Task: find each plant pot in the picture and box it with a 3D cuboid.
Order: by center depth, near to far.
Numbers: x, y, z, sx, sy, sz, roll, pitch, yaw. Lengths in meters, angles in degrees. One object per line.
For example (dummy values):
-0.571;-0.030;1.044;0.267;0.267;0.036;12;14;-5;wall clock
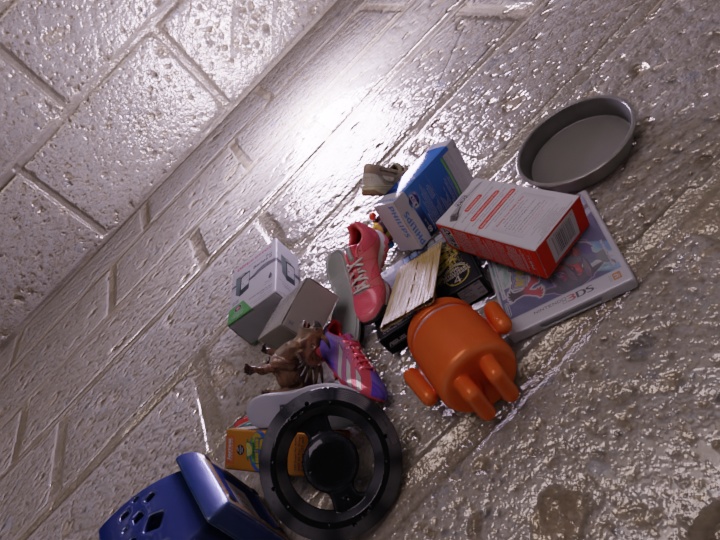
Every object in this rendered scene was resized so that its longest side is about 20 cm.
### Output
-0.228;0.397;0.802;0.180;0.200;0.199;-47;32;-14;plant pot

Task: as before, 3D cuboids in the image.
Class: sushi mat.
0.083;0.021;0.866;0.095;0.012;0.200;-31;16;24;sushi mat

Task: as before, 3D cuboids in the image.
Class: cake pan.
0.357;-0.205;0.922;0.199;0.037;0.201;-29;36;24;cake pan

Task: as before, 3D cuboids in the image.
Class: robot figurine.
0.137;0.111;0.763;0.200;0.115;0.145;-126;47;-57;robot figurine

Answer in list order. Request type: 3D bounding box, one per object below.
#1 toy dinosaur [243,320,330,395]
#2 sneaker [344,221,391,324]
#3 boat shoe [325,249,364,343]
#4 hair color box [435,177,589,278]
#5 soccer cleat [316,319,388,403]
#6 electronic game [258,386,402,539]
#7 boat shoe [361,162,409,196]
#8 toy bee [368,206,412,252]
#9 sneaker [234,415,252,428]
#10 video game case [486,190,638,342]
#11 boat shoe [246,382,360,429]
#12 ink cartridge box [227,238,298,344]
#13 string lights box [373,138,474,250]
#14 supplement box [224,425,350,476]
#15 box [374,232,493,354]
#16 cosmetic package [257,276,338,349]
-0.109;0.176;0.945;0.134;0.201;0.086;4;48;12;toy dinosaur
0.000;0.000;0.962;0.073;0.087;0.202;-27;46;31;sneaker
-0.016;0.055;1.040;0.075;0.060;0.202;-25;58;35;boat shoe
0.225;-0.071;0.844;0.111;0.064;0.199;-47;37;-14;hair color box
-0.015;0.149;0.921;0.200;0.066;0.077;30;92;52;soccer cleat
-0.041;0.263;0.765;0.201;0.199;0.042;-54;-9;-12;electronic game
0.078;-0.178;1.081;0.072;0.199;0.066;4;99;45;boat shoe
0.059;-0.097;1.080;0.131;0.109;0.200;-46;33;-4;toy bee
-0.126;0.277;0.944;0.198;0.070;0.094;-23;64;21;sneaker
0.279;-0.011;0.816;0.181;0.023;0.201;-30;36;23;video game case
-0.080;0.212;0.869;0.198;0.057;0.069;-6;78;17;boat shoe
-0.218;0.044;1.261;0.145;0.084;0.201;-34;34;17;ink cartridge box
0.122;-0.139;1.015;0.059;0.103;0.200;-2;39;52;string lights box
-0.115;0.279;0.859;0.198;0.069;0.067;-8;77;29;supplement box
0.110;0.028;0.942;0.199;0.049;0.162;-34;31;17;box
-0.121;0.093;1.045;0.104;0.073;0.200;-62;12;-23;cosmetic package
